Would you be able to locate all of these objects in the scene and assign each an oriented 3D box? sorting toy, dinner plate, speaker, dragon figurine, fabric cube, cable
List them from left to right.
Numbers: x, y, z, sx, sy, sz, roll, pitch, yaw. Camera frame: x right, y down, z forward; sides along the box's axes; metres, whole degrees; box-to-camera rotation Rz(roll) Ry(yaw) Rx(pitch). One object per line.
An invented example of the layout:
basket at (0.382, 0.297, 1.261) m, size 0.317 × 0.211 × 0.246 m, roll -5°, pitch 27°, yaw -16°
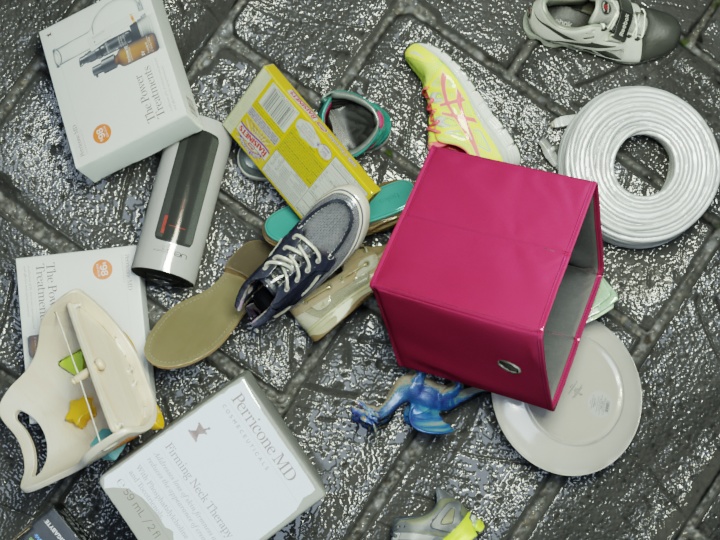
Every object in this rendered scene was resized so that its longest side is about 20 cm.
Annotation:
sorting toy at (-0.337, 0.160, 1.436) m, size 0.179 × 0.107 × 0.201 m, roll -34°, pitch 58°, yaw 11°
speaker at (-0.214, -0.082, 1.504) m, size 0.080 × 0.081 × 0.202 m, roll 13°, pitch 76°, yaw 0°
dragon figurine at (0.085, 0.166, 1.510) m, size 0.198 × 0.059 × 0.101 m, roll 14°, pitch 86°, yaw -10°
fabric cube at (0.149, 0.010, 1.407) m, size 0.197 × 0.197 × 0.201 m, roll 15°, pitch 64°, yaw 20°
dinner plate at (0.254, 0.146, 1.508) m, size 0.198 × 0.024 × 0.203 m, roll 4°, pitch 76°, yaw -15°
cable at (0.344, -0.130, 1.537) m, size 0.198 × 0.069 × 0.202 m, roll -25°, pitch 86°, yaw -3°

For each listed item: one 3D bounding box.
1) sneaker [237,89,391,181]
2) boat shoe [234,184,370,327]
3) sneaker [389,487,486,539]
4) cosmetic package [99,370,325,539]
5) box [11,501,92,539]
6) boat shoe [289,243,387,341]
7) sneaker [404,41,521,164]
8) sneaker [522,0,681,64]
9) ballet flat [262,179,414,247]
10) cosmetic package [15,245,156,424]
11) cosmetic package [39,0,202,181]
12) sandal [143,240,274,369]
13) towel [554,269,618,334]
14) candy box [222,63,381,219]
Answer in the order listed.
sneaker at (-0.056, -0.160, 1.507) m, size 0.198 × 0.121 × 0.085 m, roll -17°, pitch 86°, yaw -2°
boat shoe at (-0.068, -0.011, 1.426) m, size 0.075 × 0.093 × 0.200 m, roll 43°, pitch 124°, yaw 8°
sneaker at (0.053, 0.342, 1.499) m, size 0.199 × 0.074 × 0.081 m, roll -38°, pitch 77°, yaw -10°
cosmetic package at (-0.167, 0.241, 1.445) m, size 0.199 × 0.166 × 0.168 m, roll -35°, pitch 90°, yaw -4°
box at (-0.376, 0.418, 1.488) m, size 0.198 × 0.050 × 0.200 m, roll -42°, pitch 87°, yaw -3°
boat shoe at (0.000, 0.000, 1.521) m, size 0.200 × 0.072 × 0.065 m, roll -41°, pitch 88°, yaw 2°
sneaker at (0.109, -0.190, 1.535) m, size 0.090 × 0.078 × 0.201 m, roll -37°, pitch 87°, yaw -2°
sneaker at (0.306, -0.305, 1.544) m, size 0.198 × 0.089 × 0.075 m, roll 4°, pitch 84°, yaw -2°
ballet flat at (-0.020, -0.059, 1.523) m, size 0.198 × 0.072 × 0.068 m, roll -18°, pitch 70°, yaw -3°
cosmetic package at (-0.333, 0.078, 1.518) m, size 0.149 × 0.052 × 0.202 m, roll -7°, pitch 85°, yaw -4°
cosmetic package at (-0.289, -0.229, 1.497) m, size 0.150 × 0.052 × 0.202 m, roll -25°, pitch 67°, yaw 11°
sandal at (-0.175, 0.058, 1.518) m, size 0.077 × 0.070 × 0.212 m, roll 34°, pitch 63°, yaw 16°
towel at (0.192, 0.029, 1.517) m, size 0.199 × 0.023 × 0.153 m, roll -29°, pitch 62°, yaw -2°
candy box at (-0.071, -0.134, 1.460) m, size 0.200 × 0.026 × 0.102 m, roll 50°, pitch 127°, yaw 9°
